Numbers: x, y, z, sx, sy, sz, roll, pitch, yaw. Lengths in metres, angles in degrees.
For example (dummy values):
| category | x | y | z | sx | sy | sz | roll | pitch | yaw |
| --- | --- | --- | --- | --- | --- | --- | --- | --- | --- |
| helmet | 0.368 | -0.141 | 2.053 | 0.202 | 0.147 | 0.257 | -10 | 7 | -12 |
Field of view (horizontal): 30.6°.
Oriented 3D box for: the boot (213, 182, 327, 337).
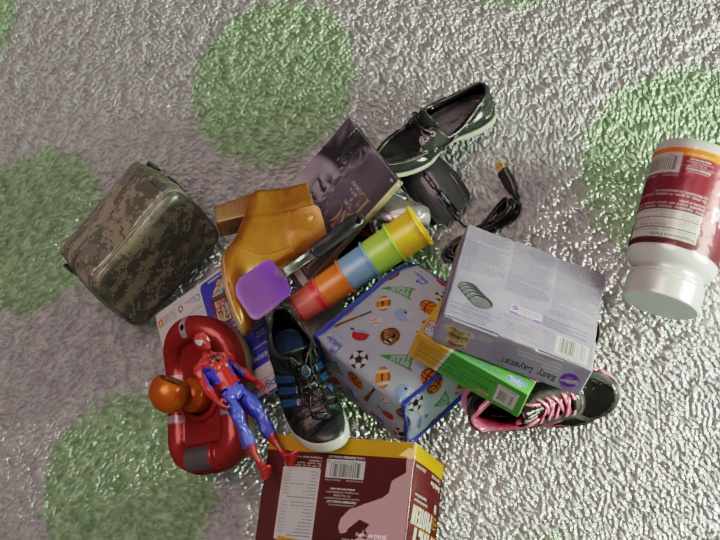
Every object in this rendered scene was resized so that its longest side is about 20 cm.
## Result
| category | x | y | z | sx | sy | sz | roll | pitch | yaw |
| --- | --- | --- | --- | --- | --- | --- | --- | --- | --- |
| boot | -0.109 | -0.020 | 1.706 | 0.142 | 0.071 | 0.204 | -12 | 62 | 1 |

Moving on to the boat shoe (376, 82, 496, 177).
| category | x | y | z | sx | sy | sz | roll | pitch | yaw |
| --- | --- | --- | --- | --- | --- | --- | --- | --- | --- |
| boat shoe | 0.098 | -0.194 | 1.770 | 0.197 | 0.066 | 0.075 | -25 | 56 | -14 |

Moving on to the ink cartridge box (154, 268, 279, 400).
| category | x | y | z | sx | sy | sz | roll | pitch | yaw |
| --- | --- | --- | --- | --- | --- | --- | --- | --- | --- |
| ink cartridge box | -0.182 | 0.106 | 1.774 | 0.197 | 0.047 | 0.202 | -32 | 65 | 29 |

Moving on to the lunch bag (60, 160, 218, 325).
| category | x | y | z | sx | sy | sz | roll | pitch | yaw |
| --- | --- | --- | --- | --- | --- | --- | --- | --- | --- |
| lunch bag | -0.321 | -0.050 | 1.861 | 0.201 | 0.139 | 0.167 | -50 | 46 | -6 |

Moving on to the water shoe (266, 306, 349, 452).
| category | x | y | z | sx | sy | sz | roll | pitch | yaw |
| --- | --- | --- | --- | --- | --- | --- | --- | --- | --- |
| water shoe | -0.075 | 0.133 | 1.613 | 0.071 | 0.079 | 0.201 | -23 | 52 | -10 |

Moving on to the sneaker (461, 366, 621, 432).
| category | x | y | z | sx | sy | sz | roll | pitch | yaw |
| --- | --- | --- | --- | --- | --- | --- | --- | --- | --- |
| sneaker | 0.220 | 0.166 | 1.601 | 0.197 | 0.095 | 0.080 | -7 | 101 | 9 |

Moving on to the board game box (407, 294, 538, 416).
| category | x | y | z | sx | sy | sz | roll | pitch | yaw |
| --- | --- | --- | --- | --- | --- | --- | --- | --- | --- |
| board game box | 0.166 | 0.071 | 1.616 | 0.152 | 0.041 | 0.200 | 28 | 41 | 9 |

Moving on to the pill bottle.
| category | x | y | z | sx | sy | sz | roll | pitch | yaw |
| --- | --- | --- | --- | --- | --- | --- | --- | --- | --- |
| pill bottle | 0.395 | -0.050 | 1.624 | 0.113 | 0.114 | 0.203 | 12 | 76 | 22 |

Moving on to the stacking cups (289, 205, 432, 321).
| category | x | y | z | sx | sy | sz | roll | pitch | yaw |
| --- | --- | --- | --- | --- | --- | --- | --- | --- | --- |
| stacking cups | 0.000 | 0.000 | 1.708 | 0.199 | 0.060 | 0.061 | -37 | 63 | 8 |

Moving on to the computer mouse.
| category | x | y | z | sx | sy | sz | roll | pitch | yaw |
| --- | --- | --- | --- | --- | --- | --- | --- | --- | --- |
| computer mouse | 0.127 | -0.123 | 1.780 | 0.140 | 0.046 | 0.201 | -33 | 64 | 7 |

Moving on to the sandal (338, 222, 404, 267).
| category | x | y | z | sx | sy | sz | roll | pitch | yaw |
| --- | --- | --- | --- | --- | --- | --- | --- | --- | --- |
| sandal | -0.024 | -0.058 | 1.793 | 0.199 | 0.075 | 0.046 | 31 | 126 | 28 |

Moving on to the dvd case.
| category | x | y | z | sx | sy | sz | roll | pitch | yaw |
| --- | --- | --- | --- | --- | --- | --- | --- | --- | --- |
| dvd case | -0.046 | -0.089 | 1.766 | 0.200 | 0.016 | 0.149 | -48 | 49 | 13 |

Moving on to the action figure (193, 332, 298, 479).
| category | x | y | z | sx | sy | sz | roll | pitch | yaw |
| --- | --- | --- | --- | --- | --- | --- | --- | --- | --- |
| action figure | -0.149 | 0.157 | 1.612 | 0.065 | 0.052 | 0.201 | -27 | 65 | -25 |

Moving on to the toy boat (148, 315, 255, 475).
| category | x | y | z | sx | sy | sz | roll | pitch | yaw |
| --- | --- | --- | --- | --- | --- | --- | --- | --- | --- |
| toy boat | -0.216 | 0.157 | 1.680 | 0.129 | 0.130 | 0.203 | -14 | 73 | 34 |

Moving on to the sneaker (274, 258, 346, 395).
| category | x | y | z | sx | sy | sz | roll | pitch | yaw |
| --- | --- | --- | --- | --- | --- | --- | --- | --- | --- |
| sneaker | -0.073 | 0.076 | 1.773 | 0.072 | 0.072 | 0.202 | 13 | 77 | 44 |

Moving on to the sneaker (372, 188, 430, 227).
| category | x | y | z | sx | sy | sz | roll | pitch | yaw |
| --- | --- | --- | --- | --- | --- | --- | --- | --- | --- |
| sneaker | 0.016 | -0.117 | 1.784 | 0.199 | 0.074 | 0.083 | 28 | 99 | 31 |

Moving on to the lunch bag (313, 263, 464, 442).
| category | x | y | z | sx | sy | sz | roll | pitch | yaw |
| --- | --- | --- | --- | --- | --- | --- | --- | --- | --- |
| lunch bag | 0.068 | 0.098 | 1.677 | 0.169 | 0.125 | 0.200 | 36 | 62 | 26 |

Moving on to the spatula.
| category | x | y | z | sx | sy | sz | roll | pitch | yaw |
| --- | --- | --- | --- | --- | --- | --- | --- | --- | --- |
| spatula | -0.072 | -0.015 | 1.675 | 0.199 | 0.021 | 0.057 | -37 | 90 | -20 |

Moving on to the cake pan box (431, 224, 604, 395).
| category | x | y | z | sx | sy | sz | roll | pitch | yaw |
| --- | --- | --- | --- | --- | --- | --- | --- | --- | --- |
| cake pan box | 0.198 | 0.044 | 1.589 | 0.197 | 0.053 | 0.185 | 19 | 42 | -1 |

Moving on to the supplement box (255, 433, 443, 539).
| category | x | y | z | sx | sy | sz | roll | pitch | yaw |
| --- | --- | --- | --- | --- | --- | --- | --- | --- | --- |
| supplement box | -0.014 | 0.320 | 1.622 | 0.194 | 0.133 | 0.203 | 1 | 71 | 19 |
